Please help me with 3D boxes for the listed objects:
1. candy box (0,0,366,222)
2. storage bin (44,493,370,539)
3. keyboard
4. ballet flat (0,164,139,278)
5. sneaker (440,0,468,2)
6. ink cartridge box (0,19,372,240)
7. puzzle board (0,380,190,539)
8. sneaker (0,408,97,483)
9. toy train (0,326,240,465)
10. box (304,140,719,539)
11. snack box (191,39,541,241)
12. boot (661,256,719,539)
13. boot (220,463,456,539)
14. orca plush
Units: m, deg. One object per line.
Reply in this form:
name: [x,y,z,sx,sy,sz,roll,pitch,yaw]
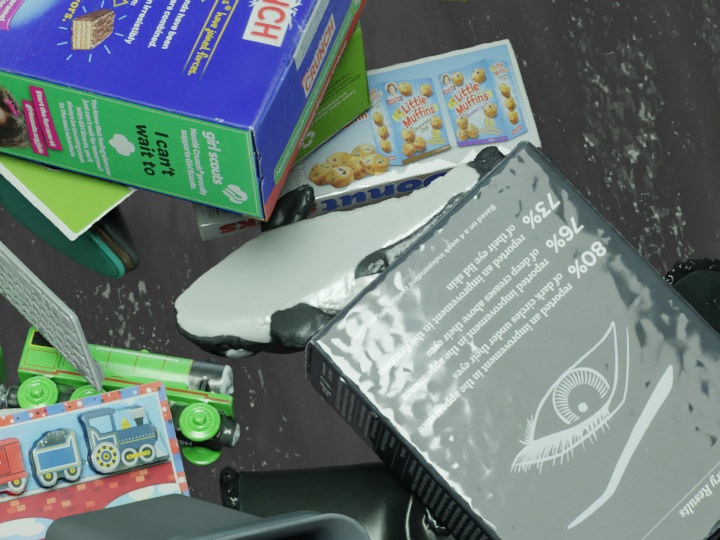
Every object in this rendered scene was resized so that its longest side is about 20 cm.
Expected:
candy box: [-0.111,-0.133,1.115,0.198,0.077,0.170,14,57,16]
storage bin: [-0.073,0.198,1.015,0.145,0.134,0.202,-9,105,-36]
keyboard: [-0.195,-0.006,1.147,0.011,0.057,0.200,-37,49,-16]
ballet flat: [-0.195,-0.069,1.206,0.199,0.073,0.073,28,72,15]
sneaker: [0.012,-0.215,1.244,0.198,0.090,0.076,13,70,7]
ink cartridge box: [-0.116,-0.097,1.184,0.200,0.076,0.148,-39,60,-18]
puzzle board: [-0.170,0.148,1.065,0.198,0.017,0.152,-12,85,-27]
sneaker: [-0.232,0.111,1.131,0.198,0.089,0.075,12,28,1]
toy train: [-0.159,0.061,1.171,0.198,0.042,0.057,9,59,5]
box: [0.091,0.065,1.039,0.148,0.104,0.200,-41,82,-10]
snack box: [-0.002,-0.074,1.225,0.198,0.024,0.072,-13,67,-4]
boot: [0.174,0.096,1.131,0.198,0.073,0.163,-37,75,-20]
boot: [0.007,0.110,1.126,0.161,0.073,0.200,-10,71,1]
orca plush: [0.000,0.000,1.180,0.199,0.071,0.105,-36,45,-1]
